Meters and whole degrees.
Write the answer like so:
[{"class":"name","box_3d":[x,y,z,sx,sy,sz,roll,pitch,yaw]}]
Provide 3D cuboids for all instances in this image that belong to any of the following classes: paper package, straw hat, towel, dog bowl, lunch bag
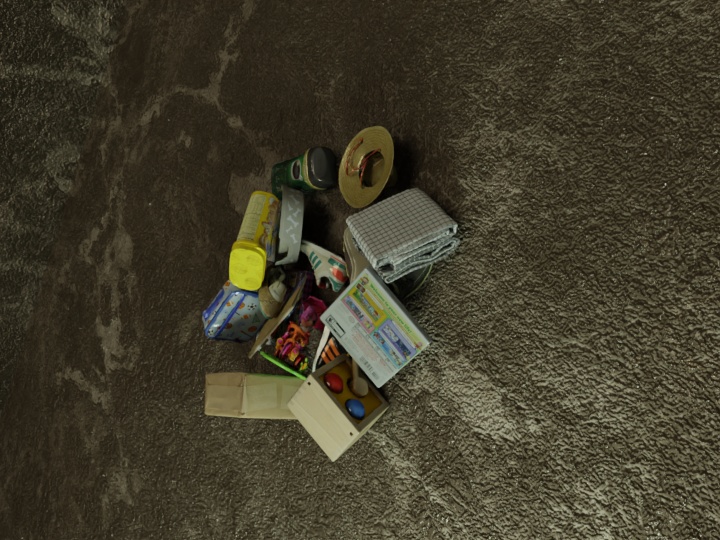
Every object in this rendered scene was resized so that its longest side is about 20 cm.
[{"class":"paper package","box_3d":[-0.263,0.312,1.690,0.187,0.197,0.107,-8,75,44]},{"class":"straw hat","box_3d":[0.040,-0.230,1.574,0.198,0.084,0.208,-22,61,45]},{"class":"towel","box_3d":[0.087,-0.071,1.421,0.196,0.087,0.166,-26,45,-12]},{"class":"dog bowl","box_3d":[-0.182,-0.113,1.728,0.200,0.057,0.207,-175,90,-80]},{"class":"lunch bag","box_3d":[-0.322,0.108,1.777,0.201,0.157,0.077,-50,46,28]}]

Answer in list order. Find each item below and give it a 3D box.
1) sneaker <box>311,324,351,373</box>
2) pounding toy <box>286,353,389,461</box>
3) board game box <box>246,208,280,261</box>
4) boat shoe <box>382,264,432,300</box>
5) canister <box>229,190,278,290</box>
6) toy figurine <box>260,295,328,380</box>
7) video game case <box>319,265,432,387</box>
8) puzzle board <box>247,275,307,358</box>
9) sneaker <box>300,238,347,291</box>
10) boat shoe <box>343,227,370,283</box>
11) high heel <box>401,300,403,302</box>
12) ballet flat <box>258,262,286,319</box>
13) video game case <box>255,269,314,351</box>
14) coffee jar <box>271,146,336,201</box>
[{"class":"sneaker","box_3d":[-0.052,0.196,1.587,0.089,0.069,0.206,19,96,40]},{"class":"pounding toy","box_3d":[-0.035,0.260,1.472,0.185,0.199,0.143,46,117,12]},{"class":"board game box","box_3d":[-0.264,-0.099,1.904,0.197,0.034,0.140,9,88,47]},{"class":"boat shoe","box_3d":[0.077,0.033,1.451,0.200,0.066,0.072,-43,85,10]},{"class":"canister","box_3d":[-0.262,-0.078,1.700,0.150,0.084,0.204,106,175,-50]},{"class":"toy figurine","box_3d":[-0.141,0.148,1.624,0.147,0.200,0.188,26,81,14]},{"class":"video game case","box_3d":[0.028,0.121,1.424,0.201,0.022,0.182,49,126,5]},{"class":"puzzle board","box_3d":[-0.202,0.117,1.692,0.200,0.017,0.152,-48,11,27]},{"class":"sneaker","box_3d":[-0.101,-0.011,1.683,0.197,0.069,0.096,25,94,44]},{"class":"boat shoe","box_3d":[0.000,0.000,1.582,0.060,0.070,0.206,116,141,-78]},{"class":"high heel","box_3d":[0.042,0.008,1.509,0.066,0.095,0.206,-22,65,40]},{"class":"ballet flat","box_3d":[-0.217,0.040,1.711,0.065,0.070,0.202,-40,31,18]},{"class":"video game case","box_3d":[-0.201,0.100,1.790,0.178,0.035,0.207,3,83,48]},{"class":"coffee jar","box_3d":[-0.147,-0.251,1.776,0.197,0.084,0.108,-12,78,46]}]
